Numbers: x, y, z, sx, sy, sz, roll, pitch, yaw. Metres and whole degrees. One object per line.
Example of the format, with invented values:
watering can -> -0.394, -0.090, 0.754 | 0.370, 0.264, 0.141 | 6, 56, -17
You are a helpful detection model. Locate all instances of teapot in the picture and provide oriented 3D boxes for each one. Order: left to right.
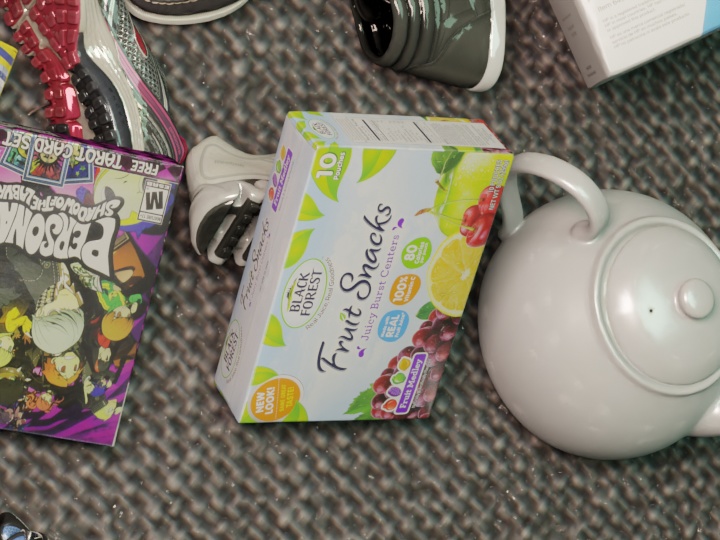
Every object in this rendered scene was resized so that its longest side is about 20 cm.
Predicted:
teapot -> 0.182, 0.027, 1.681 | 0.199, 0.146, 0.199 | 2, 77, -27

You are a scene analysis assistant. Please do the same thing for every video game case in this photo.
video game case -> -0.220, 0.002, 1.492 | 0.199, 0.036, 0.182 | 12, 98, -26

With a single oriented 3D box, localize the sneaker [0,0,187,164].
sneaker -> -0.170, -0.145, 1.573 | 0.074, 0.080, 0.201 | -18, 94, -47

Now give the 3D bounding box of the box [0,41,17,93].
box -> -0.312, -0.140, 1.495 | 0.199, 0.064, 0.070 | 27, 68, -22

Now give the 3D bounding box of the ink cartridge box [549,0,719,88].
ink cartridge box -> 0.187, -0.248, 1.717 | 0.146, 0.146, 0.201 | -24, 91, 0

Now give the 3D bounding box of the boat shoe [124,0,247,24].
boat shoe -> -0.063, -0.217, 1.628 | 0.199, 0.060, 0.074 | -17, 78, -14

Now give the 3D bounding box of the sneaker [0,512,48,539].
sneaker -> -0.190, 0.189, 1.481 | 0.199, 0.078, 0.090 | 9, 77, -26

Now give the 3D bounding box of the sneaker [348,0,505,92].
sneaker -> 0.041, -0.223, 1.702 | 0.099, 0.071, 0.201 | 1, 80, -30

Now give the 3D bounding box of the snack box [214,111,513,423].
snack box -> 0.000, 0.000, 1.573 | 0.141, 0.053, 0.201 | 1, 121, -27

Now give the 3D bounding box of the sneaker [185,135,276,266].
sneaker -> -0.028, -0.037, 1.626 | 0.199, 0.075, 0.081 | 18, 34, -36
